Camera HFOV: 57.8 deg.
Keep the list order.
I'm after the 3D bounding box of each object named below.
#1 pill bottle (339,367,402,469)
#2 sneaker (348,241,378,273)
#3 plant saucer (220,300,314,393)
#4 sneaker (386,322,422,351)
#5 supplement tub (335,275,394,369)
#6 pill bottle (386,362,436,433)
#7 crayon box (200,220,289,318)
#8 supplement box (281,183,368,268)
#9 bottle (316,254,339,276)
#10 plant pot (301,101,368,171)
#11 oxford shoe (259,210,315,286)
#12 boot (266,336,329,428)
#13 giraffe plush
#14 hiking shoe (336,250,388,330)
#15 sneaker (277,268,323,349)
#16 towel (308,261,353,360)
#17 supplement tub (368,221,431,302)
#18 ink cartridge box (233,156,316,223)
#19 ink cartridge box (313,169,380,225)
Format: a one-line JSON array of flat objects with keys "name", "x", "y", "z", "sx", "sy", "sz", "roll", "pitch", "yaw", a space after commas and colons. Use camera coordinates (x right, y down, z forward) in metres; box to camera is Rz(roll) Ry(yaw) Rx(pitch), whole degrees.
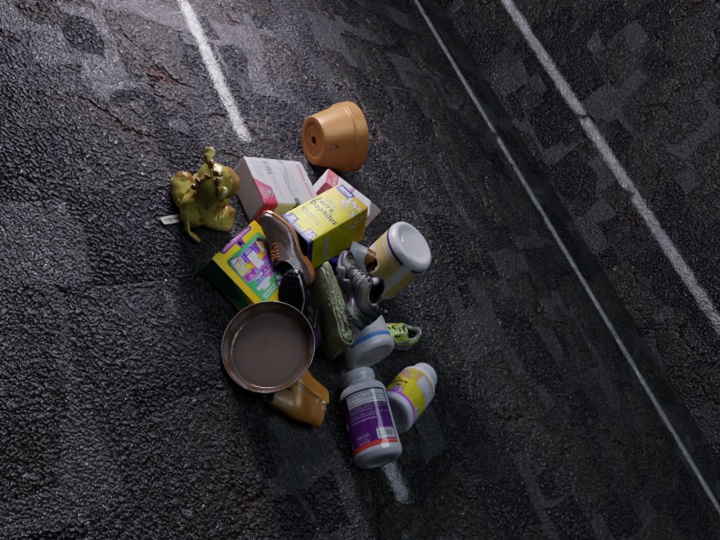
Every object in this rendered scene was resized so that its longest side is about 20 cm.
[{"name": "pill bottle", "x": 0.018, "y": 0.326, "z": 1.452, "sx": 0.110, "sy": 0.112, "sz": 0.205, "roll": 13, "pitch": 49, "yaw": -40}, {"name": "sneaker", "x": 0.000, "y": 0.000, "z": 1.662, "sx": 0.082, "sy": 0.201, "sz": 0.075, "roll": 17, "pitch": 68, "yaw": 0}, {"name": "plant saucer", "x": -0.191, "y": 0.161, "z": 1.359, "sx": 0.193, "sy": 0.032, "sz": 0.206, "roll": 1, "pitch": 62, "yaw": -2}, {"name": "sneaker", "x": 0.078, "y": 0.162, "z": 1.698, "sx": 0.196, "sy": 0.076, "sz": 0.077, "roll": 4, "pitch": 56, "yaw": -43}, {"name": "supplement tub", "x": -0.011, "y": 0.122, "z": 1.579, "sx": 0.130, "sy": 0.132, "sz": 0.204, "roll": 4, "pitch": 53, "yaw": -46}, {"name": "pill bottle", "x": 0.118, "y": 0.303, "z": 1.592, "sx": 0.105, "sy": 0.104, "sz": 0.199, "roll": 51, "pitch": 34, "yaw": 3}, {"name": "crayon box", "x": -0.243, "y": 0.004, "z": 1.496, "sx": 0.173, "sy": 0.058, "sz": 0.201, "roll": 47, "pitch": 34, "yaw": -8}, {"name": "supplement box", "x": -0.089, "y": -0.106, "z": 1.603, "sx": 0.198, "sy": 0.111, "sz": 0.108, "roll": -33, "pitch": 61, "yaw": -32}, {"name": "bottle", "x": -0.080, "y": -0.081, "z": 1.709, "sx": 0.082, "sy": 0.065, "sz": 0.204, "roll": 27, "pitch": 42, "yaw": -31}, {"name": "plant pot", "x": -0.085, "y": -0.389, "z": 1.931, "sx": 0.137, "sy": 0.201, "sz": 0.204, "roll": -14, "pitch": 68, "yaw": -34}, {"name": "oxford shoe", "x": -0.180, "y": -0.047, "z": 1.505, "sx": 0.202, "sy": 0.071, "sz": 0.072, "roll": 55, "pitch": 38, "yaw": 5}, {"name": "boot", "x": -0.129, "y": 0.231, "z": 1.418, "sx": 0.142, "sy": 0.070, "sz": 0.206, "roll": 30, "pitch": 46, "yaw": -30}, {"name": "giraffe plush", "x": -0.340, "y": -0.182, "z": 1.463, "sx": 0.173, "sy": 0.162, "sz": 0.200, "roll": 48, "pitch": 35, "yaw": -3}, {"name": "hiking shoe", "x": 0.008, "y": 0.034, "z": 1.490, "sx": 0.076, "sy": 0.098, "sz": 0.205, "roll": 46, "pitch": 24, "yaw": -57}, {"name": "sneaker", "x": -0.129, "y": 0.088, "z": 1.479, "sx": 0.087, "sy": 0.074, "sz": 0.207, "roll": -28, "pitch": 118, "yaw": -51}, {"name": "towel", "x": -0.077, "y": 0.097, "z": 1.522, "sx": 0.036, "sy": 0.148, "sz": 0.205, "roll": -10, "pitch": 72, "yaw": -28}, {"name": "supplement tub", "x": 0.080, "y": -0.016, "z": 1.751, "sx": 0.143, "sy": 0.199, "sz": 0.148, "roll": 28, "pitch": 40, "yaw": -27}, {"name": "ink cartridge box", "x": -0.219, "y": -0.206, "z": 1.688, "sx": 0.197, "sy": 0.084, "sz": 0.148, "roll": -5, "pitch": 62, "yaw": -49}, {"name": "ink cartridge box", "x": -0.049, "y": -0.171, "z": 1.819, "sx": 0.198, "sy": 0.116, "sz": 0.069, "roll": 34, "pitch": 37, "yaw": -21}]
